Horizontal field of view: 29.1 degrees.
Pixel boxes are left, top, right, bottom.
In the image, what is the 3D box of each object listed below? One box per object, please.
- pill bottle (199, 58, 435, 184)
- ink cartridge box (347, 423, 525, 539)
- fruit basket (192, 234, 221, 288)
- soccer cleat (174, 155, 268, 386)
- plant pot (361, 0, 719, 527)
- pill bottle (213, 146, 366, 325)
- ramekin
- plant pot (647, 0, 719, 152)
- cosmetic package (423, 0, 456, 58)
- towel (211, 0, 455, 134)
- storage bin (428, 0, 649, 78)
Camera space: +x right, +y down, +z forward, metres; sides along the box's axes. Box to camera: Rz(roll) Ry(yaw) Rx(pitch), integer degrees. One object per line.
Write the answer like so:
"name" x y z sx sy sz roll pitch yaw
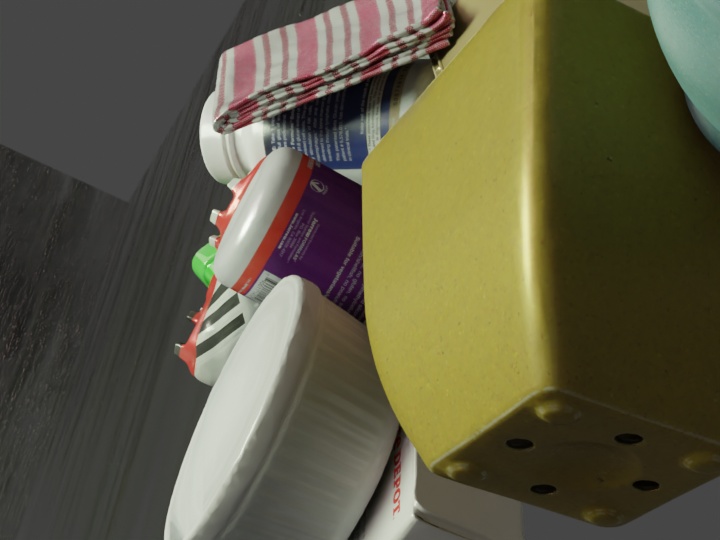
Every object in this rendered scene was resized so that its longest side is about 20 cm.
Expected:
"pill bottle" -0.025 -0.113 1.131 0.199 0.111 0.111 1 57 24
"ink cartridge box" 0.023 0.183 0.922 0.200 0.084 0.146 -56 18 33
"fruit basket" -0.039 -0.024 1.255 0.215 0.156 0.216 -22 39 19
"soccer cleat" -0.084 0.007 1.106 0.069 0.085 0.200 -32 -36 -67
"plant pot" 0.114 0.012 0.705 0.196 0.194 0.200 -44 32 52
"pill bottle" 0.000 0.000 1.019 0.113 0.200 0.113 -59 10 18
"ramekin" -0.048 0.113 0.925 0.203 0.094 0.203 -58 14 23
"plant pot" 0.213 -0.117 0.604 0.134 0.200 0.201 93 -170 -57
"cosmetic package" 0.052 -0.174 1.334 0.200 0.101 0.071 -50 21 42
"towel" -0.026 -0.178 1.083 0.199 0.030 0.146 -21 27 8
"storage bin" 0.148 -0.195 1.008 0.200 0.094 0.199 -50 20 20
